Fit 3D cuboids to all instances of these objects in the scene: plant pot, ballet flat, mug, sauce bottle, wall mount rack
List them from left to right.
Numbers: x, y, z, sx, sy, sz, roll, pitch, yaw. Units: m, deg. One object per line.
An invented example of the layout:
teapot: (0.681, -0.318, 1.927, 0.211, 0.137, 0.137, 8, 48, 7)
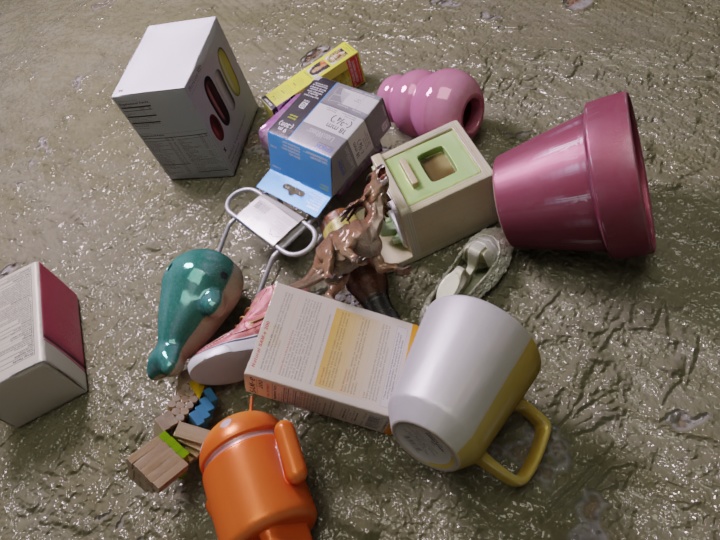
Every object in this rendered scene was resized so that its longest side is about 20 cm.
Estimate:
wall mount rack: (-0.155, -0.041, 0.927, 0.199, 0.075, 0.174, 34, 68, 32)
sauce bottle: (0.000, 0.000, 0.850, 0.065, 0.066, 0.202, -23, 57, 0)
mug: (0.120, 0.141, 0.651, 0.184, 0.151, 0.154, 23, 53, 23)
ballet flat: (0.149, 0.006, 0.803, 0.071, 0.072, 0.201, 27, 67, 30)
plant pot: (0.277, -0.109, 0.774, 0.176, 0.200, 0.203, -9, 53, 29)

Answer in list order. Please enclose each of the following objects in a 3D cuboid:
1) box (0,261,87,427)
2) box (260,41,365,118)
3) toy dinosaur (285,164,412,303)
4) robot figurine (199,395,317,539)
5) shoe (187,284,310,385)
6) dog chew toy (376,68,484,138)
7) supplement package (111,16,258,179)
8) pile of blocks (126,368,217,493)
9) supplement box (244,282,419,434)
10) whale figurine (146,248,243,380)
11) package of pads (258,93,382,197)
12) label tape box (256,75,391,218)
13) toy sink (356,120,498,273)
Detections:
box: (-0.515, 0.112, 0.907, 0.126, 0.110, 0.202, -26, 53, -2)
box: (-0.087, -0.340, 1.105, 0.199, 0.076, 0.050, -37, 56, -11)
toy dinosaur: (-0.019, -0.035, 0.794, 0.198, 0.086, 0.137, -33, 50, 12)
robot figurine: (-0.123, 0.254, 0.686, 0.114, 0.146, 0.202, -14, 51, -20)
shoe: (-0.149, 0.087, 0.829, 0.196, 0.072, 0.092, -18, 49, -12)
dog chew toy: (0.107, -0.276, 0.978, 0.198, 0.125, 0.125, 26, 67, 39)
supplement package: (-0.307, -0.309, 1.071, 0.144, 0.201, 0.195, -1, 57, 16)
pile of blocks: (-0.233, 0.214, 0.775, 0.080, 0.063, 0.201, 18, 37, -1)
supplement box: (-0.034, 0.112, 0.741, 0.196, 0.074, 0.128, 17, 61, 0)
whale figurine: (-0.253, 0.055, 0.842, 0.158, 0.104, 0.202, -17, 39, 47)
package of pads: (-0.071, -0.219, 1.015, 0.198, 0.076, 0.121, 33, 69, 32)
label tape box: (-0.067, -0.199, 0.916, 0.143, 0.064, 0.201, 27, 70, 31)
toy sink: (0.086, -0.110, 0.870, 0.197, 0.113, 0.132, -24, 53, 1)
